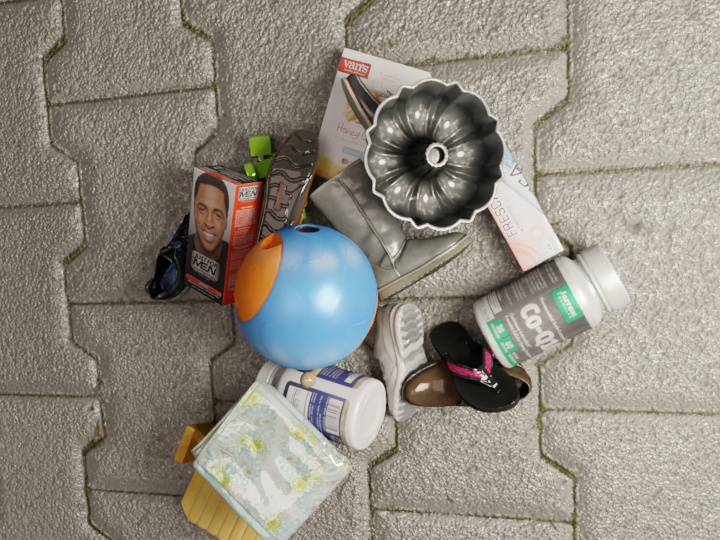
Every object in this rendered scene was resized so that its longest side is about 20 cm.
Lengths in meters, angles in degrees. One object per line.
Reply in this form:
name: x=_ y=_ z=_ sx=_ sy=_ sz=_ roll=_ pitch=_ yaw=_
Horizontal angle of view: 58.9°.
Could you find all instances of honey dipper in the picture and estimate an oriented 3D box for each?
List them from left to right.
honey dipper: x=-0.055 y=0.136 z=0.976 sx=0.038 sy=0.200 sz=0.038 roll=3 pitch=104 yaw=13

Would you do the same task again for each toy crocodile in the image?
toy crocodile: x=-0.140 y=-0.126 z=1.041 sx=0.067 sy=0.062 sz=0.201 roll=-22 pitch=97 yaw=-11

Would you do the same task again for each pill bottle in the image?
pill bottle: x=-0.068 y=0.205 z=1.026 sx=0.199 sy=0.111 sz=0.112 roll=12 pitch=100 yaw=28
pill bottle: x=0.275 y=0.050 z=0.928 sx=0.199 sy=0.113 sz=0.114 roll=-31 pitch=89 yaw=16

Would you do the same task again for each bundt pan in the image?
bundt pan: x=0.093 y=-0.155 z=0.878 sx=0.200 sy=0.076 sz=0.204 roll=-1 pitch=94 yaw=-13

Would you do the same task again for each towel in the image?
towel: x=-0.139 y=0.289 z=0.962 sx=0.200 sy=0.048 sz=0.171 roll=42 pitch=98 yaw=7

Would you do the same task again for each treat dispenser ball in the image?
treat dispenser ball: x=-0.075 y=0.036 z=0.889 sx=0.199 sy=0.201 sz=0.202 roll=2 pitch=97 yaw=14

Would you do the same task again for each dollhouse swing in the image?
dollhouse swing: x=-0.226 y=0.383 z=1.077 sx=0.199 sy=0.182 sz=0.177 roll=27 pitch=82 yaw=9

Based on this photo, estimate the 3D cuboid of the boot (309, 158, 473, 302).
boot: x=0.045 y=-0.076 z=0.948 sx=0.181 sy=0.073 sz=0.201 roll=-29 pitch=81 yaw=6

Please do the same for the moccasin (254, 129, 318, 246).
moccasin: x=-0.108 y=-0.116 z=0.984 sx=0.073 sy=0.078 sz=0.203 roll=11 pitch=96 yaw=1

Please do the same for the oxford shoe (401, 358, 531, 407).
oxford shoe: x=0.161 y=0.174 z=0.965 sx=0.198 sy=0.084 sz=0.073 roll=-9 pitch=99 yaw=1

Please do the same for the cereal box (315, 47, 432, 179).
cereal box: x=0.014 y=-0.228 z=0.997 sx=0.143 sy=0.040 sz=0.201 roll=18 pitch=101 yaw=10

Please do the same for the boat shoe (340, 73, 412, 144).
boat shoe: x=0.045 y=-0.208 z=0.938 sx=0.062 sy=0.071 sz=0.200 roll=-36 pitch=95 yaw=3

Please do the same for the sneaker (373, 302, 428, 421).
sneaker: x=0.062 y=0.143 z=1.030 sx=0.082 sy=0.074 sz=0.202 roll=14 pitch=110 yaw=49

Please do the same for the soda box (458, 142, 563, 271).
soda box: x=0.224 y=-0.102 z=0.948 sx=0.068 sy=0.064 sz=0.201 roll=-29 pitch=90 yaw=16

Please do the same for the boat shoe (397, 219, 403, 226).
boat shoe: x=0.000 y=0.000 z=1.014 sx=0.090 sy=0.071 sz=0.202 roll=19 pitch=101 yaw=10

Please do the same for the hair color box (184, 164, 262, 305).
hair color box: x=-0.221 y=-0.057 z=1.019 sx=0.101 sy=0.061 sz=0.201 roll=24 pitch=114 yaw=31

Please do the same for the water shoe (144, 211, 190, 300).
water shoe: x=-0.295 y=-0.032 z=1.080 sx=0.071 sy=0.079 sz=0.201 roll=30 pitch=103 yaw=8

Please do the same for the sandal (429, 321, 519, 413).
sandal: x=0.158 y=0.133 z=0.937 sx=0.075 sy=0.200 sz=0.045 roll=-26 pitch=129 yaw=-9
